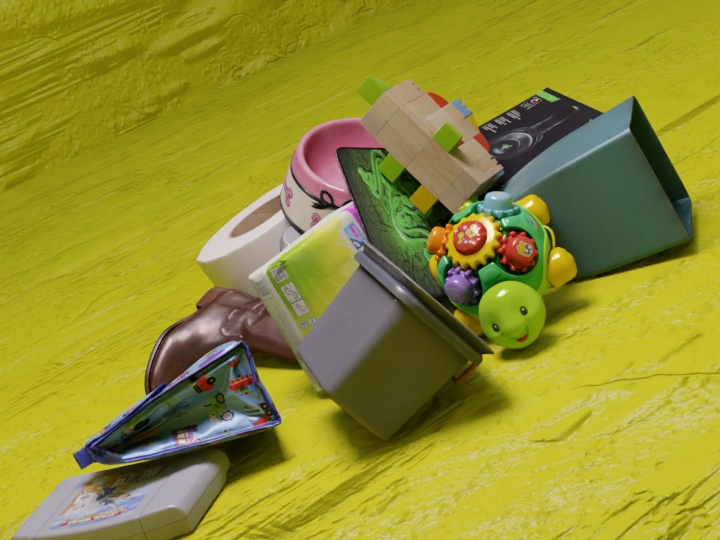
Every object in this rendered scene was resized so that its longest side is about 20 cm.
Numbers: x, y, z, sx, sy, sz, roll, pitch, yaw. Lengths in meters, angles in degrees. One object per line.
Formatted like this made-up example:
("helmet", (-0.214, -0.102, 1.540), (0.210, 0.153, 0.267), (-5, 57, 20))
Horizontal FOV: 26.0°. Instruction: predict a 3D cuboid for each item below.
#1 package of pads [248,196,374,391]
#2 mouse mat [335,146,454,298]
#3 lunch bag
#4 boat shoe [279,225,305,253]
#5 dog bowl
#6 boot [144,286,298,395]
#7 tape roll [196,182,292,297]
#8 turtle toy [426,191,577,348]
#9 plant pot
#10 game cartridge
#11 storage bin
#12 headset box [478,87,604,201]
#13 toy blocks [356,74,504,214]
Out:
("package of pads", (-0.019, 0.026, 1.700), (0.068, 0.155, 0.200), (-26, 8, 37))
("mouse mat", (0.064, -0.056, 1.757), (0.161, 0.200, 0.008), (-3, -30, -37))
("lunch bag", (-0.192, 0.153, 1.570), (0.200, 0.094, 0.151), (-25, 1, -9))
("boat shoe", (0.000, 0.000, 1.836), (0.200, 0.057, 0.069), (17, 40, 5))
("dog bowl", (0.004, -0.109, 1.858), (0.200, 0.074, 0.200), (3, 38, -2))
("boot", (-0.131, 0.092, 1.798), (0.200, 0.064, 0.186), (9, 52, 34))
("tape roll", (-0.106, -0.044, 1.971), (0.202, 0.071, 0.202), (-32, 16, 10))
("turtle toy", (0.141, 0.001, 1.622), (0.146, 0.101, 0.200), (-33, 53, 15))
("plant pot", (0.246, -0.072, 1.735), (0.200, 0.141, 0.141), (-27, 13, 20))
("game cartridge", (-0.236, 0.232, 1.514), (0.200, 0.042, 0.133), (-14, 13, 21))
("storage bin", (0.028, 0.077, 1.522), (0.134, 0.146, 0.200), (-49, 18, 2))
("headset box", (0.221, -0.133, 1.953), (0.200, 0.093, 0.174), (-29, 29, -12))
("toy blocks", (0.093, -0.150, 1.790), (0.100, 0.200, 0.137), (-49, -7, 30))
